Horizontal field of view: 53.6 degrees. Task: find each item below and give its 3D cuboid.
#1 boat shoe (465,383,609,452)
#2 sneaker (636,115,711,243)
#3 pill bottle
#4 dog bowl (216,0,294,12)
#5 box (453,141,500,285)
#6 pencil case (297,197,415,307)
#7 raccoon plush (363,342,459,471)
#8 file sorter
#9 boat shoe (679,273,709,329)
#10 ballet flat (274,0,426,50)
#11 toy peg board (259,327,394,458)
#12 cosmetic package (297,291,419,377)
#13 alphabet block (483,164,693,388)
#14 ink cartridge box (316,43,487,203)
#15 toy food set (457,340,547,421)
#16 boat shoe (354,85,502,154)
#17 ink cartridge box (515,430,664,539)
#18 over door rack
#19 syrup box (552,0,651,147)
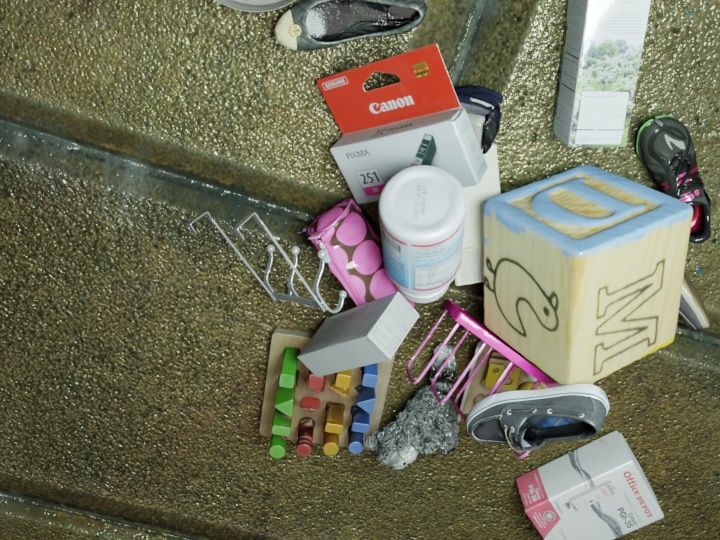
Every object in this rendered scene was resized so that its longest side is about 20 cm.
[{"bbox_3d":[0.216,0.198,0.902,0.198,0.066,0.070,-17,117,35],"label":"boat shoe"},{"bbox_3d":[0.444,-0.124,0.983,0.076,0.084,0.201,-28,112,12],"label":"sneaker"},{"bbox_3d":[0.081,-0.037,0.934,0.107,0.110,0.201,-5,152,2],"label":"pill bottle"},{"bbox_3d":[-0.129,-0.421,0.858,0.197,0.059,0.202,0,115,-1],"label":"dog bowl"},{"bbox_3d":[0.157,-0.085,1.009,0.081,0.069,0.202,-8,114,2],"label":"box"},{"bbox_3d":[0.000,0.000,1.034,0.090,0.094,0.201,-23,114,30],"label":"pencil case"},{"bbox_3d":[0.075,0.217,1.129,0.132,0.097,0.203,-1,88,-22],"label":"raccoon plush"},{"bbox_3d":[0.180,0.158,1.037,0.199,0.139,0.126,35,94,-3],"label":"file sorter"},{"bbox_3d":[0.449,0.019,1.062,0.065,0.072,0.200,-33,115,28],"label":"boat shoe"},{"bbox_3d":[-0.014,-0.322,0.904,0.197,0.057,0.067,-10,114,5],"label":"ballet flat"},{"bbox_3d":[-0.057,0.215,1.132,0.197,0.098,0.202,9,115,-4],"label":"toy peg board"},{"bbox_3d":[-0.007,0.094,0.996,0.051,0.083,0.199,48,148,-12],"label":"cosmetic package"},{"bbox_3d":[0.291,0.001,0.944,0.195,0.195,0.202,-19,121,-20],"label":"alphabet block"},{"bbox_3d":[0.044,-0.180,0.918,0.198,0.044,0.175,-4,127,38],"label":"ink cartridge box"},{"bbox_3d":[0.264,0.195,1.143,0.197,0.061,0.145,8,115,-4],"label":"toy food set"},{"bbox_3d":[0.096,-0.211,0.956,0.198,0.093,0.075,19,137,21],"label":"boat shoe"},{"bbox_3d":[0.391,0.387,1.220,0.199,0.083,0.147,-30,111,13],"label":"ink cartridge box"},{"bbox_3d":[-0.122,-0.022,0.987,0.200,0.147,0.067,44,68,-33],"label":"over door rack"},{"bbox_3d":[0.307,-0.266,0.918,0.078,0.082,0.202,-1,115,-2],"label":"syrup box"}]
